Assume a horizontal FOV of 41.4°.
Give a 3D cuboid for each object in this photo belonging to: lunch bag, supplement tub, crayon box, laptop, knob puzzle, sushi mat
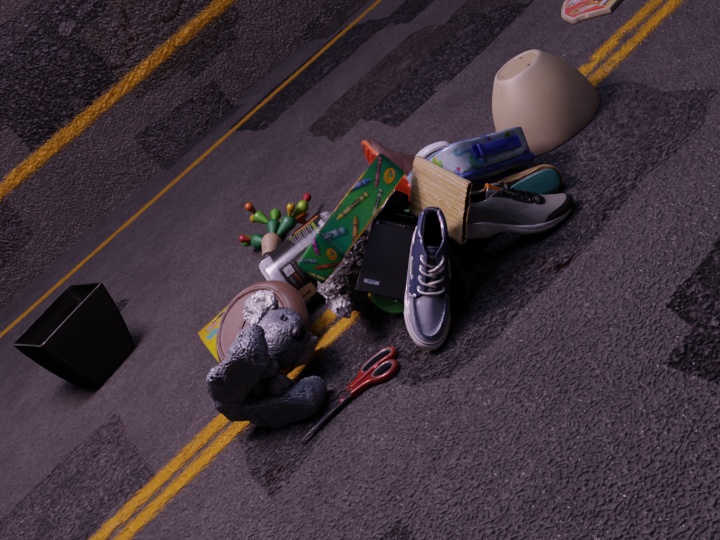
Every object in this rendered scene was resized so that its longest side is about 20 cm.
[{"bbox_3d":[0.190,-0.176,1.623,0.198,0.083,0.160,-20,-7,-38],"label":"lunch bag"},{"bbox_3d":[-0.082,-0.026,1.800,0.199,0.123,0.123,-37,23,2],"label":"supplement tub"},{"bbox_3d":[-0.015,-0.085,1.560,0.201,0.058,0.119,-54,2,-32],"label":"crayon box"},{"bbox_3d":[0.099,-0.022,1.540,0.174,0.105,0.200,12,14,6],"label":"laptop"},{"bbox_3d":[0.520,-0.618,2.111,0.218,0.031,0.221,-32,24,16],"label":"knob puzzle"},{"bbox_3d":[-0.236,0.122,1.843,0.127,0.051,0.200,-42,25,-7],"label":"crayon box"},{"bbox_3d":[0.123,-0.115,1.504,0.012,0.097,0.200,-2,19,-21],"label":"sushi mat"}]

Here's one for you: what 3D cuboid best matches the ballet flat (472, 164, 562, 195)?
[{"bbox_3d":[0.236,-0.120,1.569,0.197,0.070,0.063,-18,12,1],"label":"ballet flat"}]

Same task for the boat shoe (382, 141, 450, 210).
[{"bbox_3d":[0.108,-0.172,1.868,0.199,0.070,0.067,-34,43,2],"label":"boat shoe"}]

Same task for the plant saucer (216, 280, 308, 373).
[{"bbox_3d":[-0.185,0.107,1.698,0.198,0.034,0.203,-14,61,27],"label":"plant saucer"}]

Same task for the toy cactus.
[{"bbox_3d":[-0.198,-0.093,2.144,0.197,0.103,0.166,-20,38,18],"label":"toy cactus"}]

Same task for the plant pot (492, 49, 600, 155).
[{"bbox_3d":[0.317,-0.319,1.738,0.199,0.135,0.201,-31,25,16],"label":"plant pot"}]

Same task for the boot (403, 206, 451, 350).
[{"bbox_3d":[0.100,0.010,1.418,0.071,0.091,0.203,-1,66,0],"label":"boot"}]

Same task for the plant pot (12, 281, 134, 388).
[{"bbox_3d":[-0.645,0.163,2.200,0.198,0.178,0.201,-5,39,52],"label":"plant pot"}]

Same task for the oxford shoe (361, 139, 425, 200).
[{"bbox_3d":[0.085,-0.194,1.824,0.072,0.200,0.071,-43,-18,-17],"label":"oxford shoe"}]

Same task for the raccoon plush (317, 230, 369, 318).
[{"bbox_3d":[0.000,0.000,1.609,0.136,0.096,0.200,-65,19,9],"label":"raccoon plush"}]

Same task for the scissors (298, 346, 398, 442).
[{"bbox_3d":[-0.020,0.189,1.465,0.199,0.014,0.073,-39,26,3],"label":"scissors"}]

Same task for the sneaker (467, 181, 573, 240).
[{"bbox_3d":[0.234,-0.100,1.482,0.197,0.081,0.074,-7,25,1],"label":"sneaker"}]

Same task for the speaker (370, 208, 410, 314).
[{"bbox_3d":[0.074,-0.019,1.609,0.088,0.089,0.201,-23,28,31],"label":"speaker"}]

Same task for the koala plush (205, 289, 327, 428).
[{"bbox_3d":[-0.148,0.136,1.555,0.183,0.177,0.201,-32,26,39],"label":"koala plush"}]
